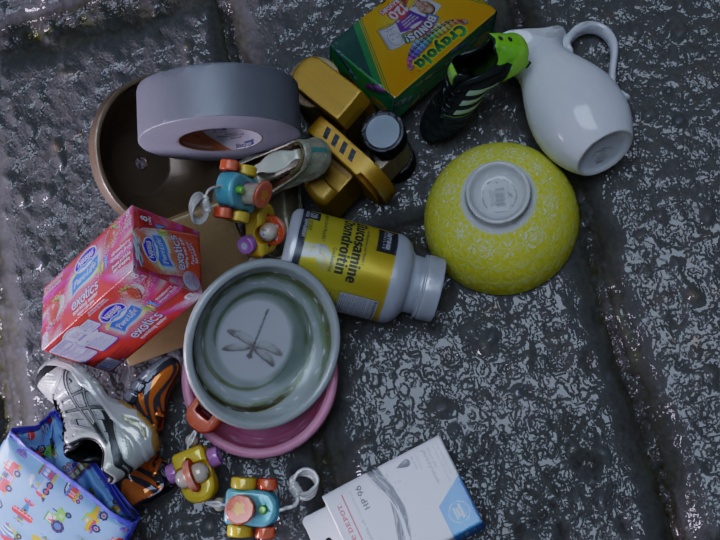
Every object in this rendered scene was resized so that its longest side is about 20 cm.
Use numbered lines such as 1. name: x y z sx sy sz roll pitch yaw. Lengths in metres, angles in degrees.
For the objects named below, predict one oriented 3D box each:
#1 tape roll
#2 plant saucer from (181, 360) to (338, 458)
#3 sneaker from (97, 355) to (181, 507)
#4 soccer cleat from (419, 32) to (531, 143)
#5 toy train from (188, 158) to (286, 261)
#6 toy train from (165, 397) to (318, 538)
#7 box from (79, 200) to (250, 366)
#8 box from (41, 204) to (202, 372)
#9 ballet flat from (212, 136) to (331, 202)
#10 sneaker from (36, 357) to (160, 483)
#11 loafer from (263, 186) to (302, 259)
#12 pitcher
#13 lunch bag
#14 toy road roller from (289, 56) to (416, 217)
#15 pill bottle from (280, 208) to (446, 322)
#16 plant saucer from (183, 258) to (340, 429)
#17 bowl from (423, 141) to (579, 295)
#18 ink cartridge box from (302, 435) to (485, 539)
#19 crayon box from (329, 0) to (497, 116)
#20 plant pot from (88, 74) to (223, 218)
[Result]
1. tape roll: -0.172 -0.190 1.497 0.198 0.200 0.067 -5 80 8
2. plant saucer: -0.122 0.134 1.536 0.198 0.051 0.203 -2 78 10
3. sneaker: -0.259 0.212 1.534 0.112 0.078 0.201 34 92 13
4. soccer cleat: 0.128 -0.233 1.551 0.200 0.081 0.068 -42 57 39
5. toy train: -0.134 -0.034 1.470 0.055 0.201 0.151 6 46 23
6. toy train: -0.153 0.224 1.460 0.200 0.056 0.150 42 92 13
7. box: -0.233 0.017 1.561 0.198 0.021 0.165 -20 110 2
8. box: -0.282 0.024 1.448 0.200 0.099 0.096 -37 46 34
9. ballet flat: -0.125 -0.121 1.530 0.199 0.062 0.068 -24 76 32
10. sneaker: -0.333 0.177 1.464 0.199 0.076 0.088 28 57 30
11. loafer: -0.113 -0.100 1.600 0.075 0.067 0.202 -10 72 6
12. pitcher: 0.280 -0.228 1.558 0.170 0.122 0.201 -22 59 -11
13. lunch bag: -0.361 0.298 1.484 0.200 0.094 0.151 42 114 13
14. toy road roller: -0.033 -0.160 1.576 0.200 0.123 0.146 42 85 17
15. pill bottle: 0.000 0.000 1.517 0.198 0.112 0.113 14 75 -4
16. plant saucer: -0.121 0.084 1.450 0.198 0.050 0.202 -5 101 -28
17. bowl: 0.172 -0.079 1.527 0.198 0.108 0.202 -2 74 9
18. ink cartridge box: 0.034 0.295 1.458 0.199 0.068 0.117 -28 71 0
19. crayon box: 0.069 -0.301 1.613 0.119 0.058 0.200 41 69 17
20. plant pot: -0.269 -0.148 1.604 0.199 0.092 0.203 3 85 -34
